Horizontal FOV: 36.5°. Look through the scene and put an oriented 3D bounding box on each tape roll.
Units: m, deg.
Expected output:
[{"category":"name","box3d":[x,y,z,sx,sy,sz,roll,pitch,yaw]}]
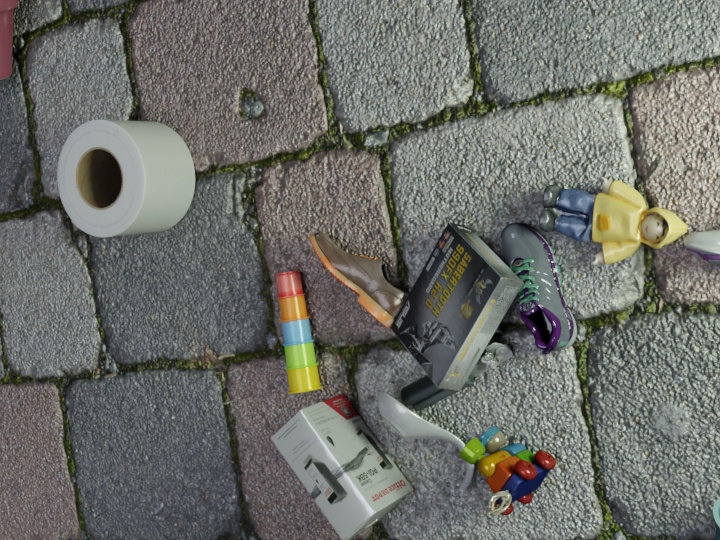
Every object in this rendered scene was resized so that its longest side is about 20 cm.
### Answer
[{"category":"tape roll","box3d":[-0.409,-0.162,1.910,0.202,0.139,0.204,3,96,29]}]

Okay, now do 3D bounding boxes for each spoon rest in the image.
[{"category":"spoon rest","box3d":[0.104,0.256,1.703,0.200,0.099,0.061,44,80,7]}]

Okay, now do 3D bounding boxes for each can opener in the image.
[{"category":"can opener","box3d":[0.149,0.153,1.686,0.200,0.053,0.067,-36,44,26]}]

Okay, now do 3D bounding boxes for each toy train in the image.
[{"category":"toy train","box3d":[0.191,0.289,1.586,0.116,0.200,0.085,39,113,25]}]

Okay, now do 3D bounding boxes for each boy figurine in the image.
[{"category":"boy figurine","box3d":[0.353,-0.064,1.532,0.199,0.064,0.125,16,100,30]}]

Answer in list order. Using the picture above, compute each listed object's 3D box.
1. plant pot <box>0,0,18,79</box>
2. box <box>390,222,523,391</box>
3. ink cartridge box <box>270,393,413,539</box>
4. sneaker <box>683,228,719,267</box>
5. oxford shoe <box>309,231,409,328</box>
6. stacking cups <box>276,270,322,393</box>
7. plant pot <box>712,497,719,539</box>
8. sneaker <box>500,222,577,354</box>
[{"category":"plant pot","box3d":[-0.734,-0.448,2.045,0.199,0.200,0.180,9,115,28]},{"category":"box","box3d":[0.140,0.054,1.636,0.201,0.048,0.159,-62,38,21]},{"category":"ink cartridge box","box3d":[-0.027,0.309,1.740,0.083,0.147,0.200,-44,75,24]},{"category":"sneaker","box3d":[0.530,-0.050,1.440,0.199,0.075,0.100,0,77,29]},{"category":"oxford shoe","box3d":[0.000,0.000,1.746,0.200,0.071,0.073,45,95,13]},{"category":"stacking cups","box3d":[-0.110,0.102,1.817,0.060,0.060,0.201,-13,87,30]},{"category":"plant pot","box3d":[0.542,0.417,1.413,0.199,0.200,0.197,14,110,28]},{"category":"sneaker","box3d":[0.252,0.023,1.584,0.074,0.087,0.201,-28,82,29]}]
